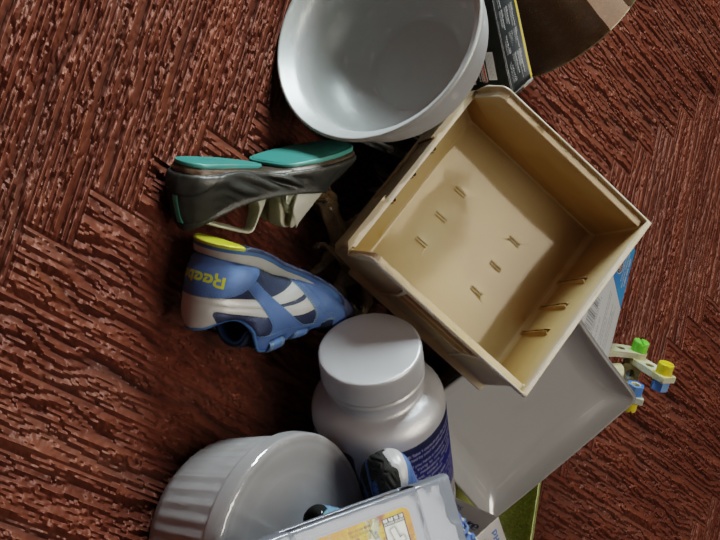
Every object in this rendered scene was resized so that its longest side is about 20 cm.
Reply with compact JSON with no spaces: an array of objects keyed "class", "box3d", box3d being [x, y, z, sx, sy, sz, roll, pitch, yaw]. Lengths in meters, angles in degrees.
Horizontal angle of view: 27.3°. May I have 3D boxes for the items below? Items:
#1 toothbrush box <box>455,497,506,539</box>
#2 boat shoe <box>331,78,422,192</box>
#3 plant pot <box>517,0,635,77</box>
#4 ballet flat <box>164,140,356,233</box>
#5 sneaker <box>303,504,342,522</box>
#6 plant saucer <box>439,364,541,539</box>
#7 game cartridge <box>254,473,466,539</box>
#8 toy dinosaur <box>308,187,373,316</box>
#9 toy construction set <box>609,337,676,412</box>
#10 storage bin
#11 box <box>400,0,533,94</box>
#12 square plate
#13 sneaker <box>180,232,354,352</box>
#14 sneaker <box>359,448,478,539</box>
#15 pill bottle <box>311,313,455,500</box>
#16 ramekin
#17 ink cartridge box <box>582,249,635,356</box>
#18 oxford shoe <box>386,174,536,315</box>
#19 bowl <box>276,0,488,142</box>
[{"class":"toothbrush box","box3d":[0.058,0.333,1.411,0.200,0.085,0.147,-37,123,-26]},{"class":"boat shoe","box3d":[0.040,-0.104,1.407,0.199,0.073,0.068,38,61,-47]},{"class":"plant pot","box3d":[0.153,-0.327,1.486,0.200,0.187,0.187,45,55,-28]},{"class":"ballet flat","box3d":[-0.085,-0.069,1.252,0.200,0.068,0.069,-11,111,-43]},{"class":"sneaker","box3d":[-0.051,0.275,1.168,0.090,0.078,0.200,36,61,-27]},{"class":"plant saucer","box3d":[0.128,0.194,1.570,0.200,0.048,0.200,23,73,-52]},{"class":"game cartridge","box3d":[0.005,0.247,1.145,0.200,0.042,0.134,-15,83,-34]},{"class":"toy dinosaur","box3d":[0.000,0.000,1.373,0.200,0.058,0.101,52,51,-42]},{"class":"toy construction set","box3d":[0.252,0.091,1.647,0.131,0.200,0.092,10,95,-15]},{"class":"storage bin","box3d":[0.114,-0.028,1.321,0.198,0.094,0.200,42,74,-13]},{"class":"box","box3d":[0.060,-0.255,1.351,0.049,0.159,0.201,-42,124,-47]},{"class":"square plate","box3d":[0.157,0.134,1.469,0.200,0.028,0.198,-40,131,1]},{"class":"sneaker","box3d":[-0.082,0.031,1.254,0.200,0.074,0.083,25,80,-50]},{"class":"sneaker","box3d":[0.054,0.221,1.273,0.077,0.076,0.200,-23,129,-7]},{"class":"pill bottle","box3d":[0.019,0.141,1.319,0.120,0.119,0.200,-52,147,-39]},{"class":"ramekin","box3d":[-0.090,0.230,1.232,0.202,0.094,0.203,-5,96,-55]},{"class":"ink cartridge box","box3d":[0.168,-0.009,1.529,0.200,0.144,0.148,44,57,-46]},{"class":"oxford shoe","box3d":[0.097,-0.022,1.401,0.200,0.084,0.073,-56,143,-5]},{"class":"bowl","box3d":[0.034,-0.192,1.288,0.090,0.201,0.202,27,71,-55]}]
